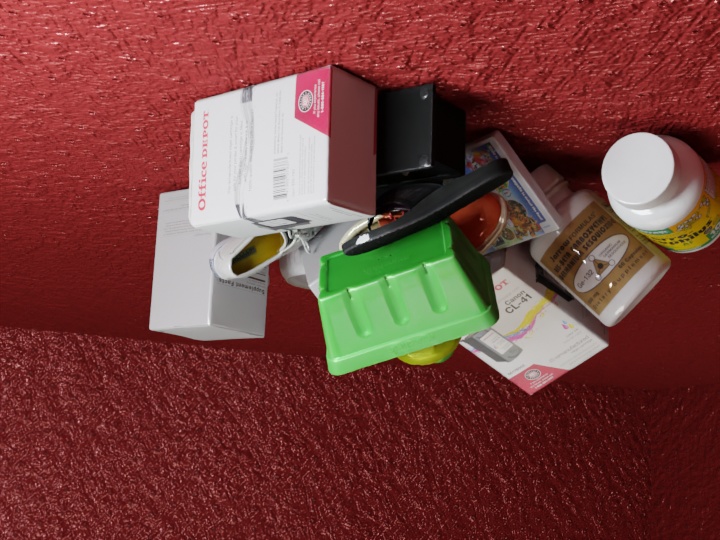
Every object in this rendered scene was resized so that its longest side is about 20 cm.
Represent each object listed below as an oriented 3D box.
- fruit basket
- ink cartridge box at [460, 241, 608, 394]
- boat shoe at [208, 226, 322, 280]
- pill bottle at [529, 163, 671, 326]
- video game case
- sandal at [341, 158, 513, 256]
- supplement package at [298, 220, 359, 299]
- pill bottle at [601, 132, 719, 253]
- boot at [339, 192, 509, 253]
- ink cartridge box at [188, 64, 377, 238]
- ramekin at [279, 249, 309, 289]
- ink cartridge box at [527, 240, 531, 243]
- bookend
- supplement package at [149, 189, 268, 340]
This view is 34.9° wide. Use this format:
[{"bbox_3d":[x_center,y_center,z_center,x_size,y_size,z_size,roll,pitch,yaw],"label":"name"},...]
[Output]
[{"bbox_3d":[0.061,0.055,1.313,0.215,0.216,0.156,3,-147,-3],"label":"fruit basket"},{"bbox_3d":[0.208,0.056,1.514,0.200,0.086,0.148,34,127,-24],"label":"ink cartridge box"},{"bbox_3d":[-0.106,-0.050,1.548,0.202,0.075,0.086,-31,-159,-24],"label":"boat shoe"},{"bbox_3d":[0.276,-0.036,1.429,0.200,0.114,0.114,44,178,14],"label":"pill bottle"},{"bbox_3d":[0.133,-0.082,1.412,0.200,0.018,0.143,-20,115,46],"label":"video game case"},{"bbox_3d":[0.066,-0.075,1.229,0.200,0.048,0.075,-28,169,7],"label":"sandal"},{"bbox_3d":[0.000,0.000,1.573,0.121,0.120,0.200,-35,-161,5],"label":"supplement package"},{"bbox_3d":[0.356,-0.093,1.341,0.113,0.113,0.200,-4,167,31],"label":"pill bottle"},{"bbox_3d":[0.073,-0.044,1.338,0.200,0.075,0.107,-22,158,24],"label":"boot"},{"bbox_3d":[-0.085,-0.121,1.222,0.200,0.146,0.083,-7,168,38],"label":"ink cartridge box"},{"bbox_3d":[-0.035,-0.031,1.766,0.200,0.105,0.200,3,169,1],"label":"ramekin"},{"bbox_3d":[0.216,-0.043,1.689,0.145,0.088,0.200,-5,163,33],"label":"ink cartridge box"},{"bbox_3d":[0.050,-0.125,1.305,0.198,0.092,0.200,-6,167,35],"label":"bookend"},{"bbox_3d":[-0.213,-0.007,1.642,0.121,0.200,0.120,-5,166,36],"label":"supplement package"}]
